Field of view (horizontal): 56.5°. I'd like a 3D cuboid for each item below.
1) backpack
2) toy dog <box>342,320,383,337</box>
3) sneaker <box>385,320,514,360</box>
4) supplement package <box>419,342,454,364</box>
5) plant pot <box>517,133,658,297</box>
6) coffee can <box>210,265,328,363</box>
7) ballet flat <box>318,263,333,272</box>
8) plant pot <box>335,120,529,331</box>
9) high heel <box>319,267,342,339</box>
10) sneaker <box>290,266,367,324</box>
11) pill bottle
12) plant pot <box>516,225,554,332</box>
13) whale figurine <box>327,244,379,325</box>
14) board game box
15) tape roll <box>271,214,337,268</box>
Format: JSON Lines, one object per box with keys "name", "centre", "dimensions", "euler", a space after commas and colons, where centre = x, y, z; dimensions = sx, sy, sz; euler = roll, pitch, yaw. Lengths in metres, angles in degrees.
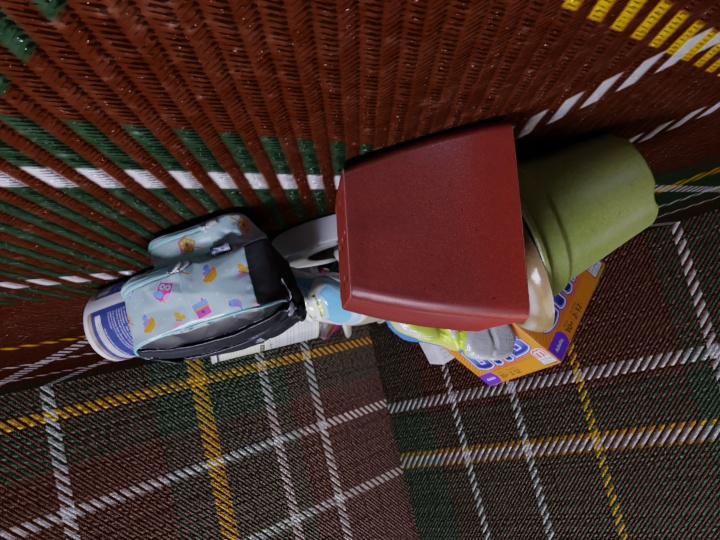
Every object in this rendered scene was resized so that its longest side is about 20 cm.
{"name": "backpack", "centre": [-0.183, 0.028, 0.805], "dimensions": [0.198, 0.155, 0.176], "euler": [-25, 171, 1]}
{"name": "toy dog", "centre": [0.039, 0.037, 1.519], "dimensions": [0.197, 0.141, 0.195], "euler": [-14, 142, 2]}
{"name": "sneaker", "centre": [0.122, 0.078, 0.966], "dimensions": [0.198, 0.077, 0.105], "euler": [21, 169, -20]}
{"name": "supplement package", "centre": [0.143, 0.058, 1.250], "dimensions": [0.120, 0.202, 0.120], "euler": [-28, 176, -8]}
{"name": "plant pot", "centre": [0.263, -0.079, 0.855], "dimensions": [0.182, 0.203, 0.200], "euler": [-25, 174, -6]}
{"name": "coffee can", "centre": [-0.168, 0.062, 1.131], "dimensions": [0.197, 0.149, 0.146], "euler": [-12, 173, -15]}
{"name": "ballet flat", "centre": [-0.001, -0.013, 1.179], "dimensions": [0.072, 0.074, 0.199], "euler": [-9, -176, -33]}
{"name": "plant pot", "centre": [0.063, -0.034, 0.742], "dimensions": [0.173, 0.203, 0.200], "euler": [-3, 172, -7]}
{"name": "high heel", "centre": [-0.050, 0.062, 1.164], "dimensions": [0.067, 0.097, 0.200], "euler": [20, 166, 12]}
{"name": "sneaker", "centre": [-0.092, 0.057, 0.916], "dimensions": [0.198, 0.081, 0.130], "euler": [7, -151, 42]}
{"name": "pill bottle", "centre": [-0.294, 0.056, 0.971], "dimensions": [0.198, 0.113, 0.111], "euler": [-18, 172, 26]}
{"name": "plant pot", "centre": [0.181, -0.010, 0.851], "dimensions": [0.027, 0.202, 0.200], "euler": [-23, 174, -6]}
{"name": "whale figurine", "centre": [0.000, 0.000, 1.000], "dimensions": [0.156, 0.105, 0.201], "euler": [-12, 148, -3]}
{"name": "board game box", "centre": [0.230, 0.032, 1.092], "dimensions": [0.201, 0.199, 0.200], "euler": [-55, -174, -28]}
{"name": "tape roll", "centre": [-0.034, -0.047, 1.012], "dimensions": [0.200, 0.038, 0.203], "euler": [-14, 172, -2]}
